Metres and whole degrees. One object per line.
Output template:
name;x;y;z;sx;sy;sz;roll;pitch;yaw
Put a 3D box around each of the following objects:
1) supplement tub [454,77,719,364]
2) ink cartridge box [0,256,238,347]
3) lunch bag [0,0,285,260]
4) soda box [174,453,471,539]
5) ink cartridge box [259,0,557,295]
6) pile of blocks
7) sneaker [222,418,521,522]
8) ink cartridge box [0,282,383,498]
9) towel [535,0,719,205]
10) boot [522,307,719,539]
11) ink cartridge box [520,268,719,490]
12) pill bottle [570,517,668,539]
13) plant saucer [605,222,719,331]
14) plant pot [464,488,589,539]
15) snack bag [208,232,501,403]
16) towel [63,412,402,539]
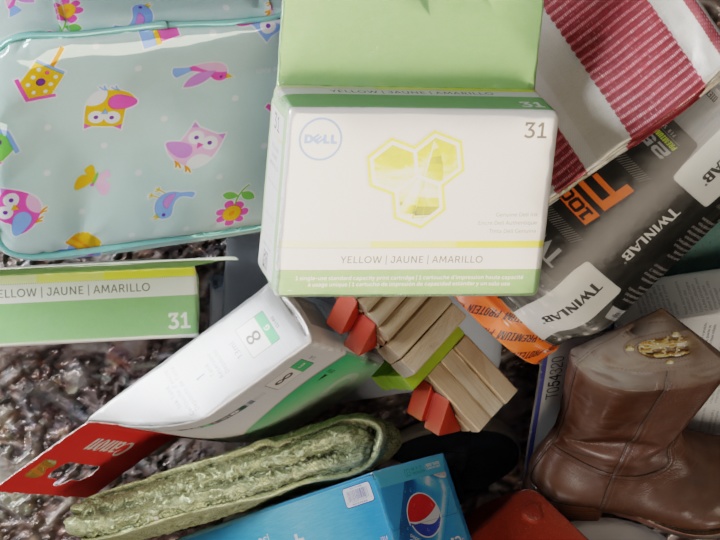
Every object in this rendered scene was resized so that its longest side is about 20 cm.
supplement tub;0.138;-0.049;1.564;0.200;0.123;0.122;-45;130;11
ink cartridge box;-0.157;0.017;1.492;0.145;0.200;0.048;-3;92;-17
lunch bag;-0.116;-0.085;1.479;0.199;0.077;0.161;-7;129;-14
soda box;-0.032;0.166;1.637;0.200;0.064;0.068;-21;174;41
ink cartridge box;0.028;-0.087;1.423;0.145;0.048;0.201;0;112;-14
pile of blocks;0.011;0.027;1.548;0.062;0.082;0.200;-47;128;-18
sneaker;0.015;0.161;1.747;0.200;0.085;0.075;-23;134;1
ink cartridge box;-0.094;0.087;1.579;0.200;0.050;0.161;-38;166;8
towel;0.088;-0.111;1.506;0.200;0.144;0.023;-36;168;13
boot;0.199;0.088;1.641;0.186;0.064;0.200;-3;148;-11
ink cartridge box;0.197;0.073;1.724;0.199;0.043;0.197;-7;143;-9
pill bottle;0.155;0.275;1.880;0.114;0.114;0.200;-4;131;-17
plant saucer;0.208;-0.023;1.684;0.200;0.039;0.201;-11;134;-11
plant pot;0.083;0.252;1.682;0.200;0.200;0.176;-38;167;-36
snack bag;0.000;0.000;1.642;0.188;0.021;0.200;-8;129;-15
towel;-0.074;0.128;1.654;0.200;0.037;0.148;-18;174;4
